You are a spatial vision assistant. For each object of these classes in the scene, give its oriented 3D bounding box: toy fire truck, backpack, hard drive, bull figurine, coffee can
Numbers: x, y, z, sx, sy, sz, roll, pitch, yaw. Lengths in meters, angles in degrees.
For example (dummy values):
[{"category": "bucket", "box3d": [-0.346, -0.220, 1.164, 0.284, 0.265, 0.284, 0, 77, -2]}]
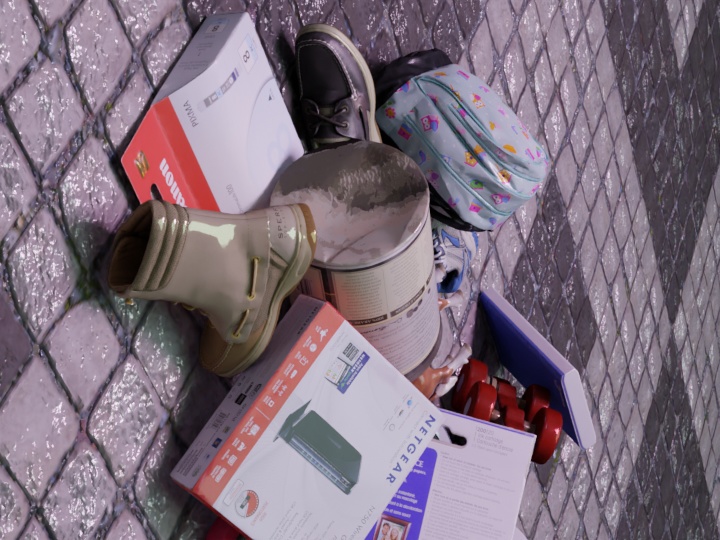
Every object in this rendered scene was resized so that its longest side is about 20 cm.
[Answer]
[{"category": "toy fire truck", "box3d": [0.154, 0.214, 1.816, 0.200, 0.111, 0.170, -98, -150, -75]}, {"category": "backpack", "box3d": [0.102, -0.138, 1.601, 0.200, 0.127, 0.166, 49, 32, 9]}, {"category": "hard drive", "box3d": [0.222, 0.122, 1.899, 0.025, 0.200, 0.133, -29, 129, -10]}, {"category": "bull figurine", "box3d": [0.057, 0.064, 1.650, 0.120, 0.065, 0.202, -21, 123, -27]}, {"category": "coffee can", "box3d": [0.000, 0.000, 1.408, 0.201, 0.145, 0.147, 82, 24, -51]}]

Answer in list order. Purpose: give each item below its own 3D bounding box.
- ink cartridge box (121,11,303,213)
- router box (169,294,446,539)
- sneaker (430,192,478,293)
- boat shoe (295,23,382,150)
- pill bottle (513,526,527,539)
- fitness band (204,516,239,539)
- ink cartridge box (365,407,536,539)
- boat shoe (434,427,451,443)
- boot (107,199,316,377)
[{"category": "ink cartridge box", "box3d": [-0.124, -0.102, 1.310, 0.201, 0.047, 0.161, -67, 147, -41]}, {"category": "router box", "box3d": [-0.042, 0.155, 1.335, 0.179, 0.049, 0.201, 43, 75, -30]}, {"category": "sneaker", "box3d": [0.082, -0.033, 1.708, 0.200, 0.076, 0.086, 46, 55, -55]}, {"category": "boat shoe", "box3d": [-0.022, -0.148, 1.490, 0.066, 0.071, 0.202, -70, 153, -42]}, {"category": "pill bottle", "box3d": [0.113, 0.363, 1.651, 0.111, 0.110, 0.201, -52, 170, -50]}, {"category": "fitness band", "box3d": [-0.073, 0.299, 1.385, 0.143, 0.037, 0.201, -40, 113, -33]}, {"category": "ink cartridge box", "box3d": [0.065, 0.242, 1.539, 0.043, 0.196, 0.202, 133, -27, -77]}, {"category": "boat shoe", "box3d": [0.077, 0.223, 1.725, 0.067, 0.073, 0.202, -67, 160, -45]}, {"category": "boot", "box3d": [-0.139, 0.016, 1.245, 0.154, 0.201, 0.073, 2, 52, -30]}]
